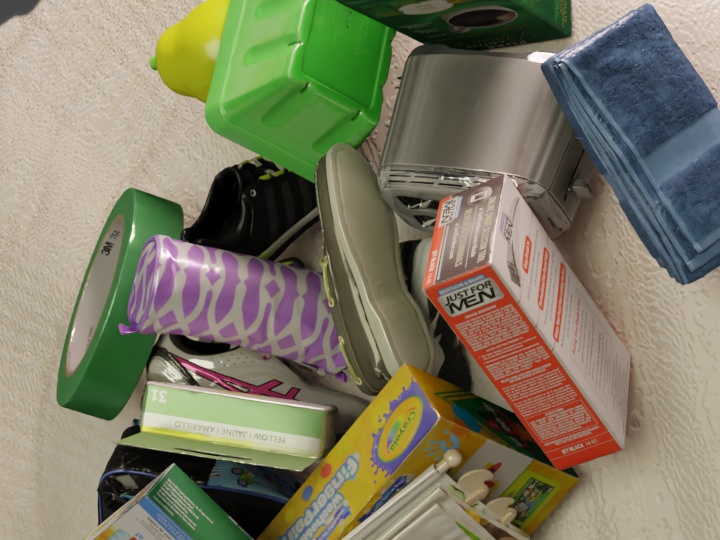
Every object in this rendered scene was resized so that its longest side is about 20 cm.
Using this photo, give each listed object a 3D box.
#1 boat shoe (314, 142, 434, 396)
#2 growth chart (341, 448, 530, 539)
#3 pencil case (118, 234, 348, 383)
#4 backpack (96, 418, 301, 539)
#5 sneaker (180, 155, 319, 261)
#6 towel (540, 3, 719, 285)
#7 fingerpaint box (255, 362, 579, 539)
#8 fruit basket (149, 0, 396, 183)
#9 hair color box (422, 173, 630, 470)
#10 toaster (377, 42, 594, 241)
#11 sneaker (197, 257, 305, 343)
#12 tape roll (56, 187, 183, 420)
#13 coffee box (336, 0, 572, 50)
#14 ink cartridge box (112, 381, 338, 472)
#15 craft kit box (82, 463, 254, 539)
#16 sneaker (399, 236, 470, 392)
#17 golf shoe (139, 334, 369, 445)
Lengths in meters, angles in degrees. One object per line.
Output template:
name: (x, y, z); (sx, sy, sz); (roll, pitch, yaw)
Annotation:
boat shoe: (-0.002, 0.000, 1.503); (0.060, 0.072, 0.203); (-25, 78, 40)
growth chart: (0.064, 0.225, 1.458); (0.144, 0.200, 0.018); (-34, 43, 1)
pencil case: (-0.091, 0.031, 1.543); (0.084, 0.199, 0.086); (-123, 50, -69)
backpack: (-0.117, 0.226, 1.588); (0.199, 0.135, 0.183); (8, 116, 3)
sneaker: (-0.079, -0.066, 1.598); (0.072, 0.083, 0.200); (25, 69, 36)
towel: (0.229, -0.098, 1.420); (0.200, 0.111, 0.049); (58, 158, 1)
fingerpaint box: (0.043, 0.189, 1.482); (0.200, 0.166, 0.073); (-51, 40, 16)
fruit basket: (-0.072, -0.180, 1.583); (0.215, 0.155, 0.216); (-40, 37, 38)
hair color box: (0.128, 0.040, 1.422); (0.064, 0.200, 0.111); (-21, 31, 26)
toaster: (0.097, -0.100, 1.500); (0.199, 0.114, 0.130); (8, 69, 28)
sneaker: (-0.102, 0.075, 1.651); (0.081, 0.074, 0.200); (37, 104, 9)
tape roll: (-0.211, 0.029, 1.652); (0.200, 0.048, 0.201); (-161, 90, -73)
coffee box: (0.074, -0.219, 1.493); (0.122, 0.200, 0.044); (-7, 79, 31)
ink cartridge box: (-0.099, 0.118, 1.452); (0.145, 0.200, 0.048); (8, 86, 5)
craft kit box: (-0.126, 0.264, 1.457); (0.200, 0.049, 0.197); (45, 135, -5)
sneaker: (0.040, 0.070, 1.566); (0.086, 0.080, 0.201); (2, 78, 42)
golf shoe: (-0.082, 0.096, 1.584); (0.199, 0.073, 0.093); (11, 97, -3)
